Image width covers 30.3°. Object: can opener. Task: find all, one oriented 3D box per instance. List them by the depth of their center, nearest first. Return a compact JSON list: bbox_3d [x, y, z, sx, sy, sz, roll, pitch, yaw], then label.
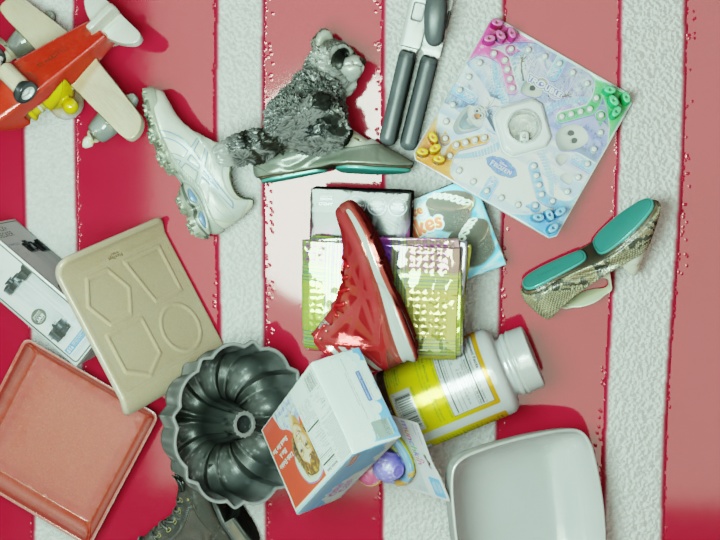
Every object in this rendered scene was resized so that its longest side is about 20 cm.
[{"bbox_3d":[0.065,-0.246,1.599,0.053,0.067,0.201,14,96,6],"label":"can opener"}]

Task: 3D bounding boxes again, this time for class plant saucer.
[{"bbox_3d":[-0.385,0.218,1.714,0.199,0.037,0.200,29,98,4],"label":"plant saucer"}]

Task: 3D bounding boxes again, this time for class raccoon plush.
[{"bbox_3d":[-0.088,-0.213,1.591,0.199,0.097,0.135,-7,56,7],"label":"raccoon plush"}]

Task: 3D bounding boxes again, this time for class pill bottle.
[{"bbox_3d":[0.118,0.141,1.611,0.199,0.109,0.110,-23,93,8],"label":"pill bottle"}]

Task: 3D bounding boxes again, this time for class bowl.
[{"bbox_3d":[0.192,0.294,1.612,0.198,0.075,0.201,-10,96,-18],"label":"bowl"}]

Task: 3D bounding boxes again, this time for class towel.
[{"bbox_3d":[0.030,0.031,1.567,0.198,0.023,0.145,2,98,7],"label":"towel"}]

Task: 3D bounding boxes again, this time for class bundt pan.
[{"bbox_3d":[-0.161,0.185,1.626,0.201,0.076,0.203,1,89,-38],"label":"bundt pan"}]

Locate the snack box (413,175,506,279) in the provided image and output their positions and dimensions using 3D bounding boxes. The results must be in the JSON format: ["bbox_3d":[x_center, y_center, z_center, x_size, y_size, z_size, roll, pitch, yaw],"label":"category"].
[{"bbox_3d":[0.067,-0.028,1.636,0.199,0.037,0.117,-21,93,8],"label":"snack box"}]

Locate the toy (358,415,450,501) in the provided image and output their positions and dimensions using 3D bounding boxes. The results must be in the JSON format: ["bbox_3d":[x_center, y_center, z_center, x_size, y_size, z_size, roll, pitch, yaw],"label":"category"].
[{"bbox_3d":[0.008,0.221,1.588,0.047,0.199,0.116,-38,118,-29],"label":"toy"}]

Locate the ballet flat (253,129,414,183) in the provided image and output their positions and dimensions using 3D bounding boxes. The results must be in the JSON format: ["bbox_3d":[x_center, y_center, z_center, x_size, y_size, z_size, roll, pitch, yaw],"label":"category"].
[{"bbox_3d":[-0.035,-0.145,1.623,0.198,0.067,0.064,-3,89,7],"label":"ballet flat"}]

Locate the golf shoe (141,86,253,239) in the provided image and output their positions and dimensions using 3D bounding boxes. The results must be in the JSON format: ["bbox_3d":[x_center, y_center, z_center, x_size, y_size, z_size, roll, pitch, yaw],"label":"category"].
[{"bbox_3d":[-0.203,-0.143,1.649,0.097,0.078,0.201,-25,98,-9],"label":"golf shoe"}]

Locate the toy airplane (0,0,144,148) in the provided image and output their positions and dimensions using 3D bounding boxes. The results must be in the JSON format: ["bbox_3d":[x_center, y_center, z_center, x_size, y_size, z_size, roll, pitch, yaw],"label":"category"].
[{"bbox_3d":[-0.357,-0.244,1.628,0.198,0.141,0.201,3,60,-4],"label":"toy airplane"}]

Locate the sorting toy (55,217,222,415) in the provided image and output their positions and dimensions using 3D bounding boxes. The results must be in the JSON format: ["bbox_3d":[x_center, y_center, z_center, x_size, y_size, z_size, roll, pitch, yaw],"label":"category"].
[{"bbox_3d":[-0.269,0.054,1.624,0.036,0.185,0.201,-20,96,40],"label":"sorting toy"}]

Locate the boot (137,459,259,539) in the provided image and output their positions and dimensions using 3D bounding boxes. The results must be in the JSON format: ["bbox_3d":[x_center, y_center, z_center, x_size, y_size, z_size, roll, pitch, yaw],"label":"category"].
[{"bbox_3d":[-0.243,0.325,1.693,0.174,0.069,0.201,-34,91,10],"label":"boot"}]

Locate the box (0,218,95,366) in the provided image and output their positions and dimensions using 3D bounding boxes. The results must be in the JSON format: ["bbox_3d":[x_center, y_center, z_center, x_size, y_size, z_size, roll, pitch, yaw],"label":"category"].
[{"bbox_3d":[-0.394,0.024,1.655,0.200,0.117,0.060,40,99,2],"label":"box"}]

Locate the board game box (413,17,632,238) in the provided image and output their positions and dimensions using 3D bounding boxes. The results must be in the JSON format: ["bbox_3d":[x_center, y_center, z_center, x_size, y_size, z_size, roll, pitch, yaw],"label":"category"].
[{"bbox_3d":[0.195,-0.173,1.593,0.199,0.026,0.201,30,87,3],"label":"board game box"}]

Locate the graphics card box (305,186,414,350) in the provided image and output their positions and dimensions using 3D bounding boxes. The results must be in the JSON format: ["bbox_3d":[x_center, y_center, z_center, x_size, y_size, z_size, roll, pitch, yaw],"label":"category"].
[{"bbox_3d":[0.000,0.000,1.603,0.125,0.051,0.202,4,96,7],"label":"graphics card box"}]

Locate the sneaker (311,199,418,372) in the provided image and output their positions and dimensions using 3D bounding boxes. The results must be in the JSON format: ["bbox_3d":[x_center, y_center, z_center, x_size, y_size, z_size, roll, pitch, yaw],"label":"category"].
[{"bbox_3d":[-0.017,0.029,1.523,0.115,0.078,0.201,-21,93,8],"label":"sneaker"}]

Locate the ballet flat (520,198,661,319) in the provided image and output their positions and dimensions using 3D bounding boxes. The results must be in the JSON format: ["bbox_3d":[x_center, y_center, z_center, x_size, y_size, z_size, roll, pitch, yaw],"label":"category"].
[{"bbox_3d":[0.289,-0.007,1.607,0.199,0.068,0.075,-35,113,14],"label":"ballet flat"}]

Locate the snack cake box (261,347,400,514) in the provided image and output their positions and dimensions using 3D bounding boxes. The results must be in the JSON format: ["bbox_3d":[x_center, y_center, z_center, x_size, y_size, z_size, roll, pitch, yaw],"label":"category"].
[{"bbox_3d":[-0.038,0.187,1.529,0.067,0.200,0.116,-16,69,-30],"label":"snack cake box"}]
